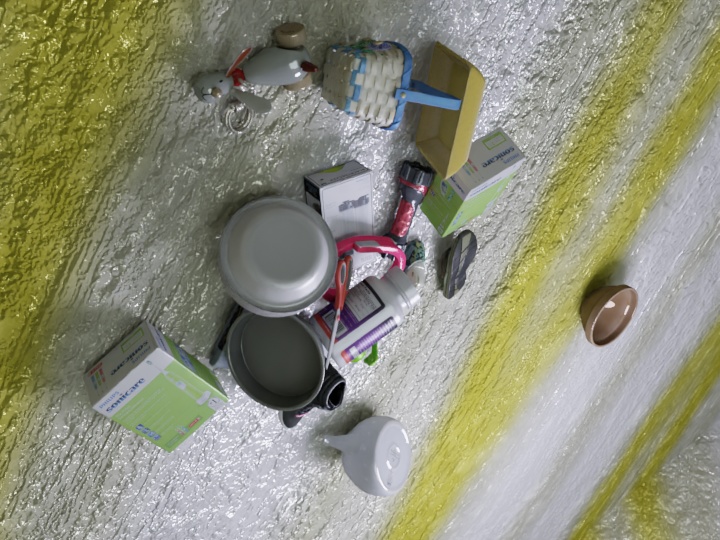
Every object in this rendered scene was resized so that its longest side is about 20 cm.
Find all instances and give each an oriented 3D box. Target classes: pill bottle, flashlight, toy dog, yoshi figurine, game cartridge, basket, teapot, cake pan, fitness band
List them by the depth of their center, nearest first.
[{"bbox_3d":[-0.143,-0.295,1.035,0.200,0.096,0.132,-44,135,-7],"label":"toy dog"},{"bbox_3d":[0.048,-0.306,1.125,0.199,0.176,0.140,6,111,-28],"label":"basket"},{"bbox_3d":[-0.150,0.156,1.230,0.037,0.199,0.201,-37,147,-64],"label":"cake pan"},{"bbox_3d":[0.011,0.081,1.272,0.200,0.111,0.112,-35,134,-6],"label":"pill bottle"},{"bbox_3d":[0.000,0.000,1.304,0.199,0.037,0.144,1,128,-41],"label":"fitness band"},{"bbox_3d":[-0.193,0.107,1.307,0.133,0.042,0.201,19,104,-40],"label":"game cartridge"},{"bbox_3d":[0.086,-0.117,1.359,0.067,0.068,0.201,14,112,-15],"label":"flashlight"},{"bbox_3d":[-0.006,0.145,1.418,0.111,0.113,0.200,1,160,7],"label":"yoshi figurine"},{"bbox_3d":[0.023,0.444,1.627,0.197,0.145,0.201,-29,107,-54],"label":"teapot"}]

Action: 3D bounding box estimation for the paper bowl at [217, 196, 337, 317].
[{"bbox_3d":[-0.137,-0.026,1.139,0.199,0.104,0.202,3,79,-15],"label":"paper bowl"}]

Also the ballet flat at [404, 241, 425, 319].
[{"bbox_3d":[0.104,0.036,1.471,0.074,0.074,0.201,8,112,-41],"label":"ballet flat"}]

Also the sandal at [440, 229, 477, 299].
[{"bbox_3d":[0.209,-0.014,1.535,0.080,0.057,0.202,-27,146,-30],"label":"sandal"}]

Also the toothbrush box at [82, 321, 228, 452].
[{"bbox_3d":[-0.355,0.208,1.191,0.146,0.086,0.200,-43,135,-2],"label":"toothbrush box"}]

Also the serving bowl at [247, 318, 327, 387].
[{"bbox_3d":[-0.132,0.194,1.354,0.200,0.066,0.201,-36,148,-27],"label":"serving bowl"}]

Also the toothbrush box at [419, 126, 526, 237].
[{"bbox_3d":[0.218,-0.171,1.348,0.145,0.086,0.200,-31,166,-20],"label":"toothbrush box"}]

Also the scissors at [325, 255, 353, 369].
[{"bbox_3d":[-0.037,0.073,1.208,0.073,0.014,0.201,-4,100,-74],"label":"scissors"}]

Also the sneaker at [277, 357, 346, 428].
[{"bbox_3d":[-0.093,0.255,1.308,0.071,0.099,0.201,-15,137,-49],"label":"sneaker"}]

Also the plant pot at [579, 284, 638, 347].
[{"bbox_3d":[0.713,0.118,1.991,0.200,0.093,0.202,-21,129,-28],"label":"plant pot"}]

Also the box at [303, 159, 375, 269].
[{"bbox_3d":[-0.035,-0.096,1.279,0.116,0.060,0.201,-24,130,-25],"label":"box"}]

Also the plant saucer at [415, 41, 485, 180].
[{"bbox_3d":[0.163,-0.286,1.208,0.048,0.200,0.201,3,118,-14],"label":"plant saucer"}]
